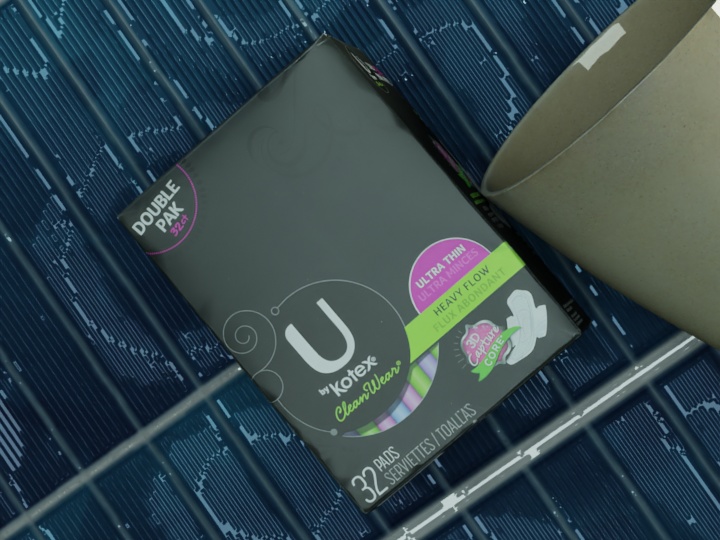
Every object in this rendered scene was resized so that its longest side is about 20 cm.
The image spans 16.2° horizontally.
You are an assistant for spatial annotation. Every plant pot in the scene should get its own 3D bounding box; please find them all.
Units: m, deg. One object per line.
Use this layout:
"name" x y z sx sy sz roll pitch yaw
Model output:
"plant pot" 0.195 -0.036 1.277 0.187 0.187 0.200 -44 100 6

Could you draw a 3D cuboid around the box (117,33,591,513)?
"box" 0.000 0.000 1.315 0.149 0.124 0.200 -40 86 6
